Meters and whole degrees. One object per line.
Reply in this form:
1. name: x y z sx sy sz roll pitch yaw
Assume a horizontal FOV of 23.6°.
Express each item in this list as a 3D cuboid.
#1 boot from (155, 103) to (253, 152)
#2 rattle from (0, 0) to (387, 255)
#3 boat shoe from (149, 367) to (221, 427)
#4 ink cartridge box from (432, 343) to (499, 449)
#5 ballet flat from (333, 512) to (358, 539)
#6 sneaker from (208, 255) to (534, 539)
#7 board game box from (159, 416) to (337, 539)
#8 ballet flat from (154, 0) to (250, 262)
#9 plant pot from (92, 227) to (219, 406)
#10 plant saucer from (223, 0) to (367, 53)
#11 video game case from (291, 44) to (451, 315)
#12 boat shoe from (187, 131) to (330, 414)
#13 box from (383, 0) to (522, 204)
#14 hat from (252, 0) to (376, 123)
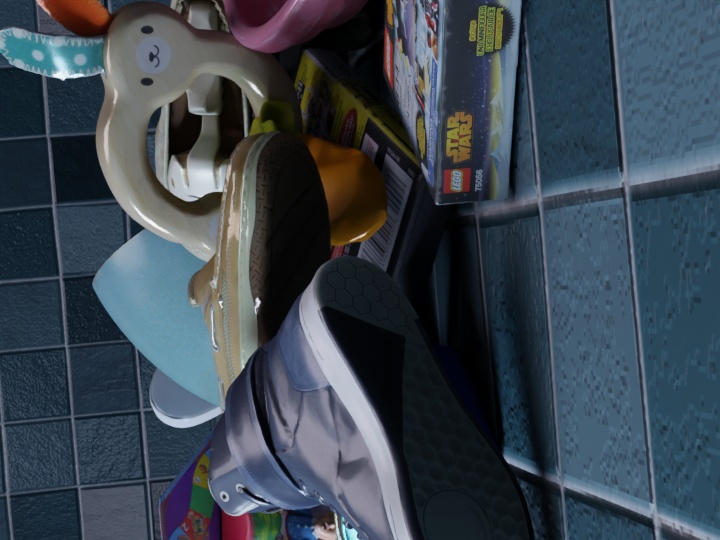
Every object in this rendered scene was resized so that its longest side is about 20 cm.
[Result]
1. boot: -0.106 -0.177 1.230 0.200 0.072 0.156 -71 -16 -55
2. rattle: -0.097 -0.089 0.944 0.200 0.130 0.143 51 -177 -30
3. boat shoe: -0.085 0.056 1.338 0.200 0.073 0.068 -51 -23 -29
4. ink cartridge box: 0.045 0.120 0.943 0.100 0.039 0.201 -110 16 -56
5. ballet flat: 0.019 0.166 1.066 0.071 0.070 0.201 -112 20 -62
6. sneaker: 0.000 0.115 0.851 0.146 0.077 0.203 -45 62 43
7. board game box: -0.039 0.160 1.103 0.039 0.200 0.158 -25 109 42
8. ballet flat: -0.099 -0.091 1.061 0.062 0.067 0.201 -76 -14 -69
9. plant pot: -0.070 0.025 1.218 0.135 0.199 0.200 61 166 9
10. plant saucer: -0.017 -0.215 0.950 0.201 0.051 0.202 -46 37 49
11. video game case: -0.016 -0.007 1.020 0.181 0.025 0.201 49 130 52
12. boat shoe: -0.063 0.013 0.936 0.072 0.076 0.201 -37 -43 -46
13. box: 0.042 -0.152 0.813 0.137 0.040 0.201 -107 15 -56
14. hat: -0.030 -0.178 1.135 0.201 0.080 0.202 -178 90 -86
